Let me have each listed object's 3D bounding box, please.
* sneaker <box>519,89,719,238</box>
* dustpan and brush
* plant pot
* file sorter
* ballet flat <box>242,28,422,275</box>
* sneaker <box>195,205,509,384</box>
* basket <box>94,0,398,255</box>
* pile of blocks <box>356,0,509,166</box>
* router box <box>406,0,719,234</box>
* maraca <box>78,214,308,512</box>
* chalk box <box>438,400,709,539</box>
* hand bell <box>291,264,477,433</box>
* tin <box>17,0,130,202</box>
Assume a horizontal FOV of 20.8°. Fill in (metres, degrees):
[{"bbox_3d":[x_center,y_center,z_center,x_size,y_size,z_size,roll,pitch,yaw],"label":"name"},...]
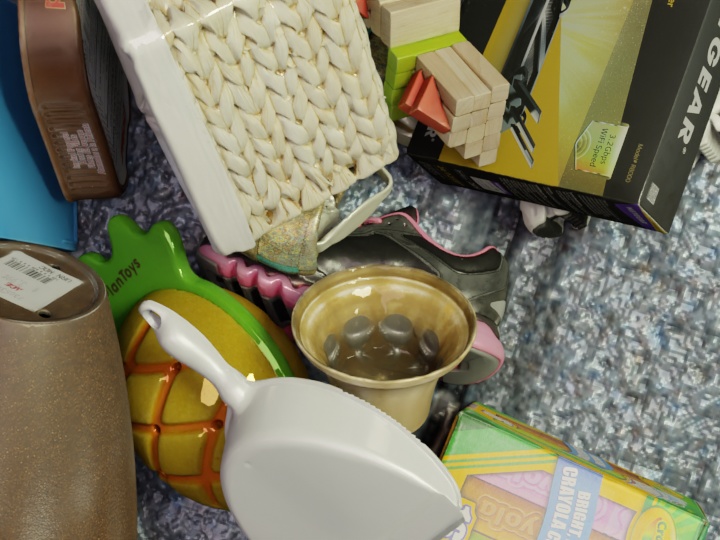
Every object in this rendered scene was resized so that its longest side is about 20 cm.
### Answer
[{"bbox_3d":[0.179,-0.095,1.181,0.200,0.075,0.081,-25,74,7],"label":"sneaker"},{"bbox_3d":[-0.049,0.091,1.088,0.200,0.057,0.140,37,131,-12],"label":"dustpan and brush"},{"bbox_3d":[-0.206,0.091,1.118,0.187,0.187,0.200,16,116,6],"label":"plant pot"},{"bbox_3d":[-0.254,-0.083,1.161,0.122,0.200,0.139,-2,87,8],"label":"file sorter"},{"bbox_3d":[0.000,-0.079,1.174,0.071,0.071,0.200,32,70,6],"label":"ballet flat"},{"bbox_3d":[0.000,0.000,1.203,0.200,0.079,0.096,16,67,6],"label":"sneaker"},{"bbox_3d":[-0.069,-0.127,1.067,0.123,0.200,0.136,-26,56,-5],"label":"basket"},{"bbox_3d":[0.013,-0.145,1.122,0.062,0.082,0.200,-17,72,-23],"label":"pile of blocks"},{"bbox_3d":[0.135,-0.135,1.149,0.157,0.052,0.200,14,78,33],"label":"router box"},{"bbox_3d":[-0.101,0.059,1.181,0.200,0.107,0.137,53,130,8],"label":"maraca"},{"bbox_3d":[0.129,0.173,1.148,0.200,0.124,0.124,23,90,5],"label":"chalk box"},{"bbox_3d":[0.011,0.107,1.152,0.104,0.104,0.200,7,127,6],"label":"hand bell"},{"bbox_3d":[-0.166,-0.117,1.155,0.042,0.200,0.112,1,64,3],"label":"tin"}]
